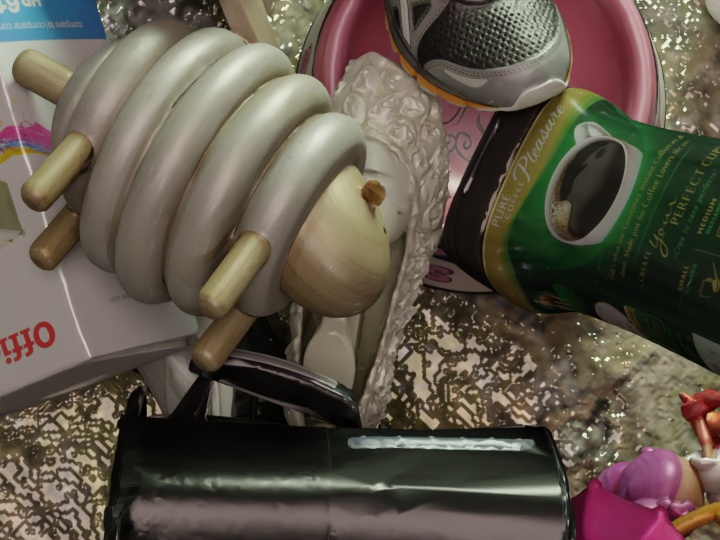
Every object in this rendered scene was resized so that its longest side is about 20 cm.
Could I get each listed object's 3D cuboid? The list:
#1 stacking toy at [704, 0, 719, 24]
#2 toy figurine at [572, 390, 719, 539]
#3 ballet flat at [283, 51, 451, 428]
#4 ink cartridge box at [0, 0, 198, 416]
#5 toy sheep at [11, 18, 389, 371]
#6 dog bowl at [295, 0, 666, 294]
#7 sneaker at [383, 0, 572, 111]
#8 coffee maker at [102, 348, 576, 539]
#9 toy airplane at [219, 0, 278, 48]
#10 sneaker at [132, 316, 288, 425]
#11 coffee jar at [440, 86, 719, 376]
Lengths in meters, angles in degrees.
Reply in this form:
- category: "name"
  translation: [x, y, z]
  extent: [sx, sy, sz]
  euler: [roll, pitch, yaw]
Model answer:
- category: "stacking toy"
  translation: [0.275, -0.144, 0.952]
  extent: [0.198, 0.146, 0.148]
  euler: [-1, 84, 15]
- category: "toy figurine"
  translation: [0.178, 0.097, 0.886]
  extent: [0.183, 0.200, 0.151]
  euler: [-22, 113, 4]
- category: "ballet flat"
  translation: [0.000, 0.000, 0.894]
  extent: [0.071, 0.072, 0.202]
  euler: [8, 106, 0]
- category: "ink cartridge box"
  translation: [-0.181, -0.035, 0.914]
  extent: [0.144, 0.084, 0.202]
  euler: [-22, 85, 35]
- category: "toy sheep"
  translation: [-0.073, -0.043, 0.821]
  extent: [0.199, 0.138, 0.139]
  euler: [33, 85, 9]
- category: "dog bowl"
  translation: [0.063, -0.091, 0.958]
  extent: [0.198, 0.074, 0.202]
  euler: [0, 84, 0]
- category: "sneaker"
  translation: [0.038, -0.157, 0.875]
  extent: [0.078, 0.077, 0.201]
  euler: [-21, 59, -11]
- category: "coffee maker"
  translation: [-0.011, 0.138, 0.811]
  extent: [0.198, 0.136, 0.193]
  euler: [3, 41, -2]
- category: "toy airplane"
  translation: [-0.084, -0.181, 0.906]
  extent: [0.140, 0.200, 0.201]
  euler: [-24, 58, -7]
- category: "sneaker"
  translation: [-0.082, 0.046, 0.953]
  extent: [0.079, 0.074, 0.202]
  euler: [-15, 91, 29]
- category: "coffee jar"
  translation: [0.133, -0.016, 0.830]
  extent: [0.199, 0.085, 0.105]
  euler: [21, 81, 40]
